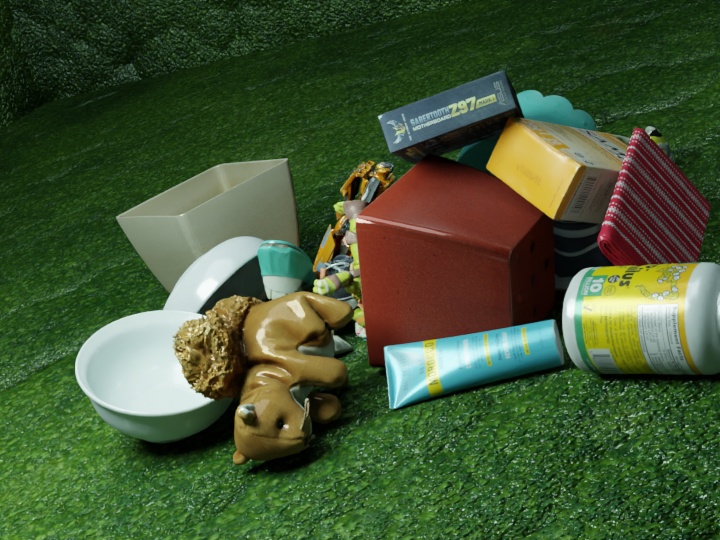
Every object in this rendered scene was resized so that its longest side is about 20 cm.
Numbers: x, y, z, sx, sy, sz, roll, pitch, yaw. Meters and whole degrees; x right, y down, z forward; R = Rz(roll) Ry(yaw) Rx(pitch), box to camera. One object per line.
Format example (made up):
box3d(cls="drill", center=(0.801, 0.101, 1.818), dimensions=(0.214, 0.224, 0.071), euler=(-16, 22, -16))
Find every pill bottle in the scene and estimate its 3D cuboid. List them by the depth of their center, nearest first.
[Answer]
box3d(cls="pill bottle", center=(0.317, 0.049, 1.307), dimensions=(0.199, 0.113, 0.113), euler=(-2, 25, 37))

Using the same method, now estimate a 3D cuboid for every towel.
box3d(cls="towel", center=(0.334, -0.053, 1.461), dimensions=(0.022, 0.145, 0.200), euler=(-27, 27, 43))

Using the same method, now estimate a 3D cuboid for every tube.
box3d(cls="tube", center=(0.124, 0.100, 1.431), dimensions=(0.199, 0.050, 0.078), euler=(-14, 54, 14))

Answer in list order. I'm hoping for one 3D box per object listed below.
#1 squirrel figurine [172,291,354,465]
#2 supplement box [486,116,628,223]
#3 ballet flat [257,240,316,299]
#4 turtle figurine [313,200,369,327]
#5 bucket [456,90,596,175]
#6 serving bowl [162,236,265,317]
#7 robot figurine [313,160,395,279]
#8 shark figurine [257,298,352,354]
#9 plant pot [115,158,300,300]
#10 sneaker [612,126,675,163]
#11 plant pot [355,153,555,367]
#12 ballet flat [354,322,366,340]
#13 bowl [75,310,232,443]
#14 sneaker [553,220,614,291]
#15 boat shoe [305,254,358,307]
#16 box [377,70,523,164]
box3d(cls="squirrel figurine", center=(-0.115, 0.121, 1.429), dimensions=(0.199, 0.142, 0.187), euler=(20, 49, 4))
box3d(cls="supplement box", center=(0.265, -0.115, 1.531), dimensions=(0.199, 0.074, 0.126), euler=(2, 30, -44))
box3d(cls="ballet flat", center=(-0.093, 0.013, 1.667), dimensions=(0.067, 0.071, 0.200), euler=(6, -9, 8))
box3d(cls="turtle figurine", center=(0.000, 0.000, 1.547), dimensions=(0.064, 0.162, 0.200), euler=(-16, -23, 34))
box3d(cls="bucket", center=(0.223, -0.126, 1.730), dimensions=(0.206, 0.208, 0.135), euler=(-5, 29, 31))
box3d(cls="serving bowl", center=(-0.197, 0.028, 1.702), dimensions=(0.200, 0.066, 0.200), euler=(-48, -11, -12))
box3d(cls="robot figurine", center=(-0.014, -0.065, 1.786), dimensions=(0.058, 0.201, 0.145), euler=(27, 21, 3))
box3d(cls="shark figurine", center=(-0.130, 0.090, 1.649), dimensions=(0.214, 0.090, 0.128), euler=(15, 4, 44))
box3d(cls="plant pot", center=(-0.201, -0.039, 1.878), dimensions=(0.199, 0.178, 0.200), euler=(-31, 20, -32))
box3d(cls="sneaker", center=(0.350, -0.157, 1.868), dimensions=(0.199, 0.077, 0.075), euler=(-14, 22, 15))
box3d(cls="plant pot", center=(0.124, -0.002, 1.514), dimensions=(0.175, 0.201, 0.200), euler=(10, 31, 28))
box3d(cls="ballet flat", center=(0.055, 0.018, 1.685), dimensions=(0.075, 0.064, 0.200), euler=(2, 29, 42))
box3d(cls="bowl", center=(-0.234, 0.141, 1.534), dimensions=(0.200, 0.091, 0.201), euler=(2, 33, -1))
box3d(cls="sneaker", center=(0.220, -0.032, 1.604), dimensions=(0.199, 0.109, 0.070), euler=(0, 27, 37))
box3d(cls="boat shoe", center=(-0.026, 0.015, 1.689), dimensions=(0.071, 0.068, 0.200), euler=(1, 13, 35))
box3d(cls="box", center=(0.115, -0.182, 1.560), dimensions=(0.157, 0.051, 0.200), euler=(-20, -4, 11))
